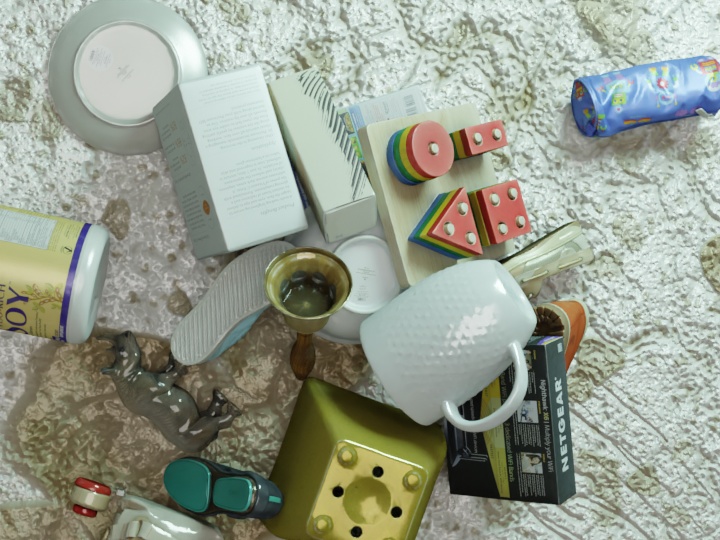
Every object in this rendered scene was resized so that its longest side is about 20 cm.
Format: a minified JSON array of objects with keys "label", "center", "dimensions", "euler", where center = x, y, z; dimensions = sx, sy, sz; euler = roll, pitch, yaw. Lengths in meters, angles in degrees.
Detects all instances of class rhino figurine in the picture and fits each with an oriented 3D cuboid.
[{"label":"rhino figurine","center":[-0.250,0.146,1.420],"dimensions":[0.200,0.060,0.088],"euler":[40,83,-4]}]

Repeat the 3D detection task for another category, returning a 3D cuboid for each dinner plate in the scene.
[{"label":"dinner plate","center":[-0.291,-0.246,1.431],"dimensions":[0.199,0.024,0.201],"euler":[0,89,-6]}]

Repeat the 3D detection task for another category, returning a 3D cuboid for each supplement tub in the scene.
[{"label":"supplement tub","center":[-0.409,-0.001,1.356],"dimensions":[0.199,0.145,0.146],"euler":[11,89,-7]}]

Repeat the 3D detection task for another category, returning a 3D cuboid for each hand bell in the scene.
[{"label":"hand bell","center":[-0.067,0.075,1.386],"dimensions":[0.103,0.200,0.105],"euler":[3,51,-3]}]

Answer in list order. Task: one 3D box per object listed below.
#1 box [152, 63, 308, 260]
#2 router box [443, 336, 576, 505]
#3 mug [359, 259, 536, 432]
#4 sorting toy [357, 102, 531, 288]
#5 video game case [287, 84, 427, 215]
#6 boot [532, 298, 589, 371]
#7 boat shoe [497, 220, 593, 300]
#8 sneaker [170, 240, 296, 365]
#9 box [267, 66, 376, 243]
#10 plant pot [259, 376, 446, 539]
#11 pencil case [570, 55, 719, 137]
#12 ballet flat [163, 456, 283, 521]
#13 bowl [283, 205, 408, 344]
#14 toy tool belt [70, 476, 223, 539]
[{"label":"box","center":[-0.159,-0.125,1.372],"dimensions":[0.106,0.152,0.201],"euler":[-18,94,-22]},{"label":"router box","center":[0.180,0.182,1.423],"dimensions":[0.157,0.052,0.201],"euler":[-1,97,36]},{"label":"mug","center":[0.119,0.093,1.326],"dimensions":[0.175,0.148,0.201],"euler":[-36,55,16]},{"label":"sorting toy","center":[0.114,-0.101,1.408],"dimensions":[0.198,0.069,0.201],"euler":[-18,93,-40]},{"label":"video game case","center":[0.002,-0.141,1.469],"dimensions":[0.199,0.018,0.144],"euler":[-18,93,-6]},{"label":"boot","center":[0.240,0.128,1.471],"dimensions":[0.075,0.107,0.201],"euler":[27,116,26]},{"label":"boat shoe","center":[0.209,0.009,1.470],"dimensions":[0.199,0.072,0.065],"euler":[-30,93,-11]},{"label":"sneaker","center":[-0.151,0.037,1.418],"dimensions":[0.200,0.082,0.074],"euler":[-40,84,5]},{"label":"box","center":[-0.047,-0.140,1.382],"dimensions":[0.068,0.082,0.201],"euler":[-20,66,-8]},{"label":"plant pot","center":[-0.002,0.259,1.380],"dimensions":[0.193,0.200,0.196],"euler":[20,87,-6]},{"label":"pencil case","center":[0.375,-0.223,1.482],"dimensions":[0.199,0.078,0.087],"euler":[-11,69,-6]},{"label":"ballet flat","center":[-0.162,0.268,1.387],"dimensions":[0.073,0.199,0.074],"euler":[1,89,-41]},{"label":"bowl","center":[0.000,0.000,1.423],"dimensions":[0.200,0.090,0.202],"euler":[-1,96,-8]},{"label":"toy tool belt","center":[-0.273,0.342,1.388],"dimensions":[0.199,0.125,0.123],"euler":[22,79,-6]}]
